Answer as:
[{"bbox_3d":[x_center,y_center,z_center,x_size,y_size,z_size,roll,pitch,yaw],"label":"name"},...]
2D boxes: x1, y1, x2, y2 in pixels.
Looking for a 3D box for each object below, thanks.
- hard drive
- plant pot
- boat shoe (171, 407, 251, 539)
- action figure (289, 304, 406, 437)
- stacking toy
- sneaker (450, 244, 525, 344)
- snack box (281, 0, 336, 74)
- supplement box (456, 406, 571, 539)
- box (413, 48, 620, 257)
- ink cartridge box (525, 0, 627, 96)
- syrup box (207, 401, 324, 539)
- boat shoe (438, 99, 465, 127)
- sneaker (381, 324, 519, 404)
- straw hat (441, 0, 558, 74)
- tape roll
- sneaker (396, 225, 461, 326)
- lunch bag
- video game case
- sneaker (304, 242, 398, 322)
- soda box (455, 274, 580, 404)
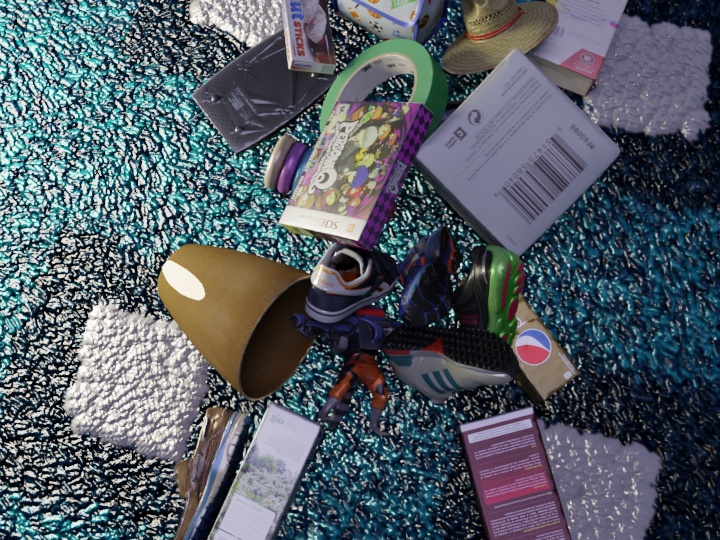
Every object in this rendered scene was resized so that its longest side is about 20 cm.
[{"bbox_3d":[-0.146,-0.278,1.258,0.199,0.042,0.135,-38,78,-8],"label":"hard drive"},{"bbox_3d":[-0.180,0.049,1.123,0.198,0.187,0.188,28,78,23],"label":"plant pot"},{"bbox_3d":[-0.218,0.286,1.110,0.071,0.072,0.202,17,67,11],"label":"boat shoe"},{"bbox_3d":[-0.026,0.118,1.123,0.198,0.104,0.196,16,68,-26],"label":"action figure"},{"bbox_3d":[-0.039,-0.126,1.206,0.198,0.085,0.086,23,77,0],"label":"stacking toy"},{"bbox_3d":[0.162,0.056,1.081,0.076,0.202,0.084,-9,32,-38],"label":"sneaker"},{"bbox_3d":[-0.085,-0.395,1.265,0.071,0.024,0.203,1,62,-19],"label":"snack box"},{"bbox_3d":[0.207,0.297,1.093,0.107,0.061,0.203,-13,75,-1],"label":"supplement box"},{"bbox_3d":[0.205,-0.154,1.118,0.200,0.171,0.199,45,95,2],"label":"box"},{"bbox_3d":[0.340,-0.389,1.260,0.115,0.068,0.202,23,79,7],"label":"ink cartridge box"},{"bbox_3d":[-0.125,0.287,1.095,0.078,0.082,0.202,23,77,7],"label":"syrup box"},{"bbox_3d":[0.171,-0.228,1.229,0.197,0.057,0.070,-4,76,1],"label":"boat shoe"},{"bbox_3d":[0.121,0.130,1.051,0.198,0.094,0.070,6,36,38],"label":"sneaker"},{"bbox_3d":[0.191,-0.382,1.197,0.199,0.086,0.202,-21,33,14],"label":"straw hat"},{"bbox_3d":[0.032,-0.242,1.187,0.198,0.048,0.203,-18,56,29],"label":"tape roll"},{"bbox_3d":[0.086,0.017,1.127,0.078,0.201,0.076,-23,110,30],"label":"sneaker"},{"bbox_3d":[0.042,-0.431,1.211,0.169,0.200,0.125,31,78,8],"label":"lunch bag"},{"bbox_3d":[-0.009,-0.134,1.092,0.180,0.036,0.202,15,77,49],"label":"video game case"},{"bbox_3d":[0.000,0.000,1.109,0.078,0.200,0.080,24,120,20],"label":"sneaker"},{"bbox_3d":[0.217,0.086,1.145,0.067,0.064,0.201,-34,77,-7],"label":"soda box"}]
